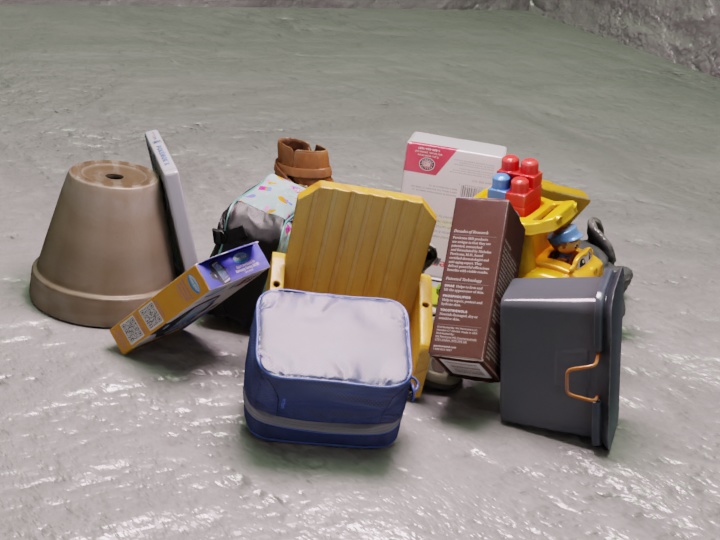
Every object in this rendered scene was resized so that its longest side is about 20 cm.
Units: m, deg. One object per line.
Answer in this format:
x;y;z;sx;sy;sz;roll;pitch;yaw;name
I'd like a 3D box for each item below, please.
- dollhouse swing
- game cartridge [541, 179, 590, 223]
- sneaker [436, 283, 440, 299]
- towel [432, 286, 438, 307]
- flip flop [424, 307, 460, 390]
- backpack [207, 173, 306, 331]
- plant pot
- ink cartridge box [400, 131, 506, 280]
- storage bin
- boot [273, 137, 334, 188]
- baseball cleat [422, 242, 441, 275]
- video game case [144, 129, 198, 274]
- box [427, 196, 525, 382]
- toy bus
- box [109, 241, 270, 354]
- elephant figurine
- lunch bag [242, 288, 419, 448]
-0.005;0.025;1.591;0.199;0.176;0.182;9;48;-9;dollhouse swing
0.228;-0.054;1.922;0.032;0.176;0.200;50;20;24;game cartridge
0.167;0.069;1.792;0.082;0.072;0.200;-11;28;-26;sneaker
0.095;0.040;1.910;0.199;0.018;0.086;6;16;-3;towel
0.096;0.088;1.726;0.081;0.058;0.200;8;21;-1;flip flop
-0.113;-0.028;1.782;0.153;0.176;0.200;17;25;2;backpack
-0.325;-0.044;1.754;0.199;0.174;0.200;8;20;-3;plant pot
0.130;-0.092;2.004;0.144;0.201;0.083;10;18;5;ink cartridge box
0.233;0.102;1.578;0.134;0.201;0.146;3;20;16;storage bin
-0.047;-0.098;1.906;0.200;0.156;0.077;23;27;36;boot
0.024;-0.042;1.677;0.199;0.070;0.106;9;12;-44;baseball cleat
-0.247;-0.069;1.810;0.022;0.201;0.182;-15;26;-11;video game case
0.141;0.022;1.612;0.075;0.201;0.100;7;-17;21;box
0.220;-0.044;1.728;0.199;0.193;0.136;17;27;27;toy bus
-0.198;0.029;1.621;0.200;0.042;0.119;-32;-5;36;box
0.319;-0.004;1.943;0.141;0.156;0.200;5;25;8;elephant figurine
-0.030;0.116;1.501;0.199;0.133;0.136;7;46;-7;lunch bag
